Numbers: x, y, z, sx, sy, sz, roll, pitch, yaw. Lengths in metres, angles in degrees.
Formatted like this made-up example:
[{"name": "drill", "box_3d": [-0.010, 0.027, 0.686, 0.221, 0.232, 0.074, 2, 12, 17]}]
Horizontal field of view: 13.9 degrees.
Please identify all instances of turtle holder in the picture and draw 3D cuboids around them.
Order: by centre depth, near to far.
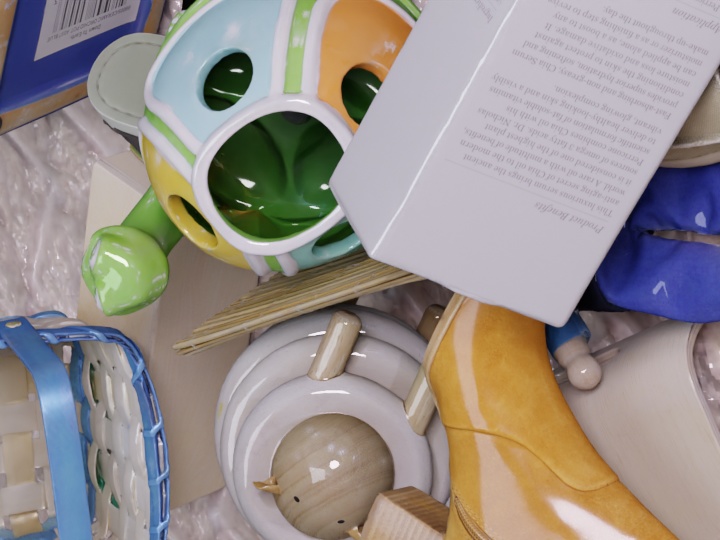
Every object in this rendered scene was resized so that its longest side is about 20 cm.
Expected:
[{"name": "turtle holder", "box_3d": [-0.050, -0.063, 1.370, 0.184, 0.132, 0.142, -9, 113, 9]}]

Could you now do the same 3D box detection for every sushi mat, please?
[{"name": "sushi mat", "box_3d": [0.000, 0.000, 1.393, 0.200, 0.096, 0.012, -19, 103, 48]}]

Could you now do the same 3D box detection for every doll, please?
[{"name": "doll", "box_3d": [0.114, -0.013, 1.353, 0.199, 0.048, 0.137, 9, 93, 48]}]

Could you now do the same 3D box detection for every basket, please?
[{"name": "basket", "box_3d": [-0.165, 0.105, 1.516, 0.200, 0.138, 0.177, -127, 32, -67]}]

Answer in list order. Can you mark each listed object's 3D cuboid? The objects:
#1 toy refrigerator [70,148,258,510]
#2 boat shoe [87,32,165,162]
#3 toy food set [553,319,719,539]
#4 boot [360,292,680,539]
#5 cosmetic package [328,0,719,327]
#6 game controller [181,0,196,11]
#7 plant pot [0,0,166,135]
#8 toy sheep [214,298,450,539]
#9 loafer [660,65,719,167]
[{"name": "toy refrigerator", "box_3d": [-0.109, 0.030, 1.604, 0.070, 0.076, 0.201, 34, 129, 34]}, {"name": "boat shoe", "box_3d": [-0.046, -0.061, 1.509, 0.201, 0.072, 0.061, 27, 164, 26]}, {"name": "toy food set", "box_3d": [0.144, 0.133, 1.390, 0.143, 0.060, 0.201, -26, 87, 38]}, {"name": "boot", "box_3d": [0.092, 0.086, 1.326, 0.144, 0.071, 0.202, 30, 112, 23]}, {"name": "cosmetic package", "box_3d": [0.081, -0.087, 1.213, 0.201, 0.101, 0.071, -60, 29, 18]}, {"name": "game controller", "box_3d": [-0.029, -0.171, 1.439, 0.104, 0.042, 0.201, 41, 122, 27]}, {"name": "plant pot", "box_3d": [-0.203, -0.183, 1.535, 0.180, 0.200, 0.201, 36, 130, 24]}, {"name": "toy sheep", "box_3d": [-0.008, 0.076, 1.457, 0.137, 0.200, 0.139, 1, 102, 5]}, {"name": "loafer", "box_3d": [0.160, -0.090, 1.246, 0.199, 0.068, 0.076, -6, 71, 42]}]
